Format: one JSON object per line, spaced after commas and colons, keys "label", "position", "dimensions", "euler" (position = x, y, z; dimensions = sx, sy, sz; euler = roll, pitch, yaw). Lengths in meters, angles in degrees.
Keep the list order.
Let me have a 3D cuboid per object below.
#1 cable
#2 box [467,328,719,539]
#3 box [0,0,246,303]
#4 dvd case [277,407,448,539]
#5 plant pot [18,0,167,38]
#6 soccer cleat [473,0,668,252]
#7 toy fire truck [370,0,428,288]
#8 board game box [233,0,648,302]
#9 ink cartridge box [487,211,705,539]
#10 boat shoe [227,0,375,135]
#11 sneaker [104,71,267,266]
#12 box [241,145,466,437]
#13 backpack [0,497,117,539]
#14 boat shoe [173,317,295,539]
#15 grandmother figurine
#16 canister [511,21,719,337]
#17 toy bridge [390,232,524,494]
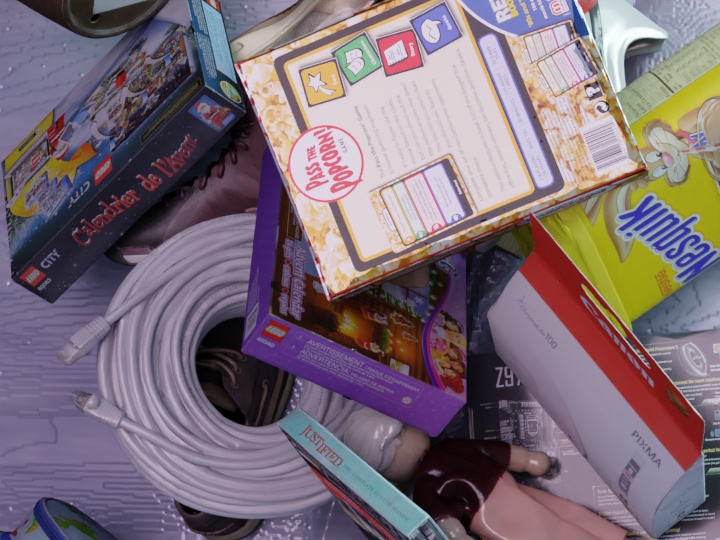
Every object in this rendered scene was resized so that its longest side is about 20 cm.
{"label": "cable", "position": [-0.070, 0.064, 1.436], "dimensions": [0.200, 0.069, 0.200], "euler": [41, 70, 3]}
{"label": "box", "position": [0.171, 0.124, 1.424], "dimensions": [0.200, 0.044, 0.161], "euler": [-7, 77, 16]}
{"label": "box", "position": [-0.166, -0.089, 1.518], "dimensions": [0.200, 0.038, 0.137], "euler": [-42, 36, 21]}
{"label": "dvd case", "position": [0.038, 0.176, 1.353], "dimensions": [0.022, 0.200, 0.146], "euler": [-43, 40, -10]}
{"label": "plant pot", "position": [-0.210, -0.259, 1.529], "dimensions": [0.187, 0.187, 0.200], "euler": [-42, 61, 6]}
{"label": "soccer cleat", "position": [0.134, -0.094, 1.458], "dimensions": [0.085, 0.069, 0.200], "euler": [26, 74, 2]}
{"label": "toy fire truck", "position": [0.036, -0.098, 1.400], "dimensions": [0.129, 0.176, 0.200], "euler": [40, 75, -7]}
{"label": "board game box", "position": [0.047, -0.088, 1.294], "dimensions": [0.200, 0.046, 0.152], "euler": [-22, 86, 6]}
{"label": "ink cartridge box", "position": [0.137, 0.067, 1.316], "dimensions": [0.057, 0.200, 0.163], "euler": [-38, 71, -1]}
{"label": "boat shoe", "position": [-0.018, -0.161, 1.531], "dimensions": [0.200, 0.072, 0.065], "euler": [-30, 84, 10]}
{"label": "sneaker", "position": [-0.092, -0.078, 1.511], "dimensions": [0.200, 0.076, 0.116], "euler": [-13, 111, 6]}
{"label": "box", "position": [0.000, 0.000, 1.397], "dimensions": [0.039, 0.137, 0.200], "euler": [-52, 22, 35]}
{"label": "backpack", "position": [-0.204, 0.237, 1.440], "dimensions": [0.183, 0.200, 0.147], "euler": [44, 95, 21]}
{"label": "boat shoe", "position": [-0.088, 0.081, 1.500], "dimensions": [0.074, 0.073, 0.200], "euler": [-2, 79, 17]}
{"label": "grandmother figurine", "position": [0.076, 0.143, 1.367], "dimensions": [0.200, 0.121, 0.061], "euler": [31, 114, 12]}
{"label": "canister", "position": [0.194, -0.059, 1.384], "dimensions": [0.200, 0.149, 0.087], "euler": [-35, 48, -3]}
{"label": "toy bridge", "position": [0.044, 0.047, 1.489], "dimensions": [0.067, 0.027, 0.200], "euler": [25, 88, 22]}
